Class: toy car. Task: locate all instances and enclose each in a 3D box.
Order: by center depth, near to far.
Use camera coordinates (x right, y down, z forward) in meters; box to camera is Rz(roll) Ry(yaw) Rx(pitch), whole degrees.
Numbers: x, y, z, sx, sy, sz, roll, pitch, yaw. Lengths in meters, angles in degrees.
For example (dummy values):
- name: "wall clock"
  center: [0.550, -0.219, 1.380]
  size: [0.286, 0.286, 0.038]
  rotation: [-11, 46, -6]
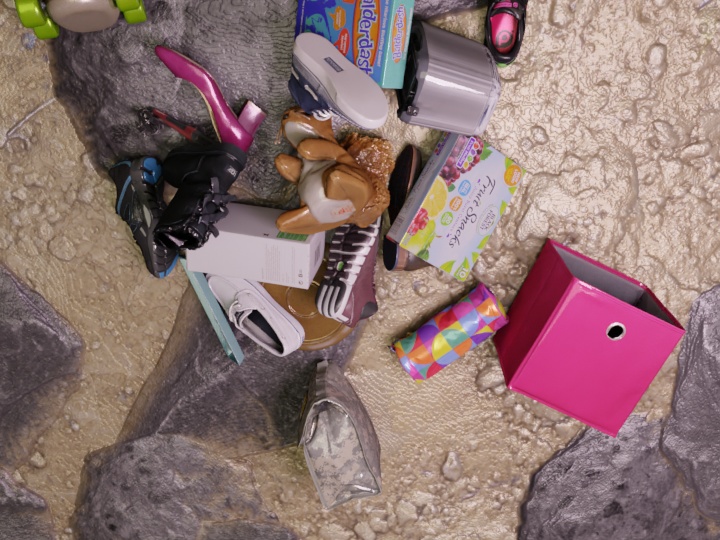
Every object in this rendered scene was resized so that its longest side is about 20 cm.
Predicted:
- name: "toy car"
  center: [-0.414, -0.454, 1.224]
  size: [0.163, 0.158, 0.201]
  rotation: [-12, 95, -7]

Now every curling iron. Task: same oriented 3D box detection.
- name: "curling iron"
  center: [-0.265, -0.202, 1.329]
  size: [0.199, 0.026, 0.050]
  rotation: [25, 83, 7]

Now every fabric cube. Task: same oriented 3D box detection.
- name: "fabric cube"
  center: [0.347, 0.101, 1.339]
  size: [0.195, 0.200, 0.200]
  rotation: [25, 108, -7]

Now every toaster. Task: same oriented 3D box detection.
- name: "toaster"
  center: [0.122, -0.271, 1.228]
  size: [0.128, 0.201, 0.114]
  rotation: [11, 126, -12]

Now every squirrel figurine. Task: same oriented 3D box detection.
- name: "squirrel figurine"
  center: [-0.042, -0.164, 1.301]
  size: [0.199, 0.188, 0.141]
  rotation: [5, 145, -40]

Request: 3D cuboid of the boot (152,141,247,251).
- name: "boot"
  center: [-0.262, -0.106, 1.275]
  size: [0.198, 0.163, 0.073]
  rotation: [-3, 145, 44]

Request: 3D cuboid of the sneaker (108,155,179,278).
- name: "sneaker"
  center: [-0.349, -0.086, 1.380]
  size: [0.081, 0.073, 0.201]
  rotation: [0, 107, 25]

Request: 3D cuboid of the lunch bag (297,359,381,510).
- name: "lunch bag"
  center: [-0.043, 0.265, 1.420]
  size: [0.117, 0.164, 0.201]
  rotation: [-18, 106, 5]

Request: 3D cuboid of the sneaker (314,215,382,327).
- name: "sneaker"
  center: [0.000, 0.000, 1.382]
  size: [0.115, 0.075, 0.201]
  rotation: [42, 66, -48]

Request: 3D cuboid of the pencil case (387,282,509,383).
- name: "pencil case"
  center: [0.145, 0.103, 1.408]
  size: [0.199, 0.088, 0.089]
  rotation: [-33, 104, 10]

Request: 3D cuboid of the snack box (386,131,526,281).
- name: "snack box"
  center: [0.149, -0.103, 1.313]
  size: [0.142, 0.053, 0.201]
  rotation: [27, 94, -31]

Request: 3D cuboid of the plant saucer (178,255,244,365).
- name: "plant saucer"
  center: [-0.247, 0.063, 1.419]
  size: [0.019, 0.070, 0.201]
  rotation: [-30, 107, -18]

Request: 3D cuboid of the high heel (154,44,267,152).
- name: "high heel"
  center: [-0.247, -0.257, 1.310]
  size: [0.200, 0.067, 0.096]
  rotation: [35, 95, -12]

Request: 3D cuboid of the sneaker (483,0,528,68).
- name: "sneaker"
  center: [0.219, -0.399, 1.246]
  size: [0.076, 0.084, 0.201]
  rotation: [-3, 108, 2]

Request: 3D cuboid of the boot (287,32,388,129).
- name: "boot"
  center: [-0.034, -0.242, 1.199]
  size: [0.072, 0.200, 0.091]
  rotation: [-18, 145, -29]

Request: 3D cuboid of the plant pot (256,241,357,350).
- name: "plant pot"
  center: [-0.091, 0.046, 1.426]
  size: [0.199, 0.028, 0.201]
  rotation: [0, 108, 1]

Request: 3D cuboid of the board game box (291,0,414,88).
- name: "board game box"
  center: [-0.014, -0.354, 1.223]
  size: [0.199, 0.045, 0.153]
  rotation: [23, 113, 41]

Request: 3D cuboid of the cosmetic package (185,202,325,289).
- name: "cosmetic package"
  center: [-0.163, -0.042, 1.336]
  size: [0.199, 0.108, 0.085]
  rotation: [9, 121, 7]

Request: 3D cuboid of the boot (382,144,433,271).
- name: "boot"
  center: [0.096, -0.097, 1.367]
  size: [0.096, 0.075, 0.201]
  rotation: [4, 100, -25]

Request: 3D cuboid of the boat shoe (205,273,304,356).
- name: "boat shoe"
  center: [-0.181, 0.064, 1.388]
  size: [0.199, 0.065, 0.074]
  rotation: [34, 119, 12]
